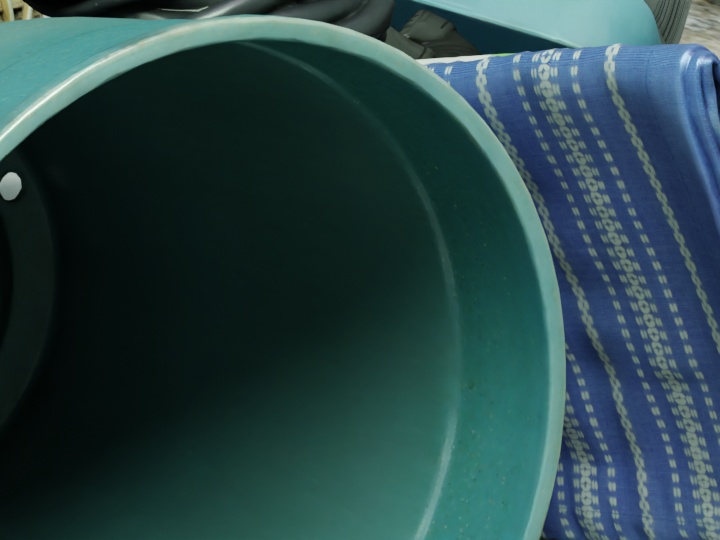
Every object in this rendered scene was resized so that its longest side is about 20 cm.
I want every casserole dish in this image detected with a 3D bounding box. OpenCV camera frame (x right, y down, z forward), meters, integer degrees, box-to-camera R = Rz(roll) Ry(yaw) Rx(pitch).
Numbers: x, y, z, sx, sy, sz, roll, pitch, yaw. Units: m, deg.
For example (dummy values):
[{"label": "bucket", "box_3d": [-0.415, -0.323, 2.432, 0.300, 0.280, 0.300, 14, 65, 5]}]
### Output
[{"label": "casserole dish", "box_3d": [0.046, -0.112, 1.018, 0.200, 0.039, 0.121, 18, -5, 12]}]

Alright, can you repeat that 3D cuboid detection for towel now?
[{"label": "towel", "box_3d": [0.037, 0.013, 0.628, 0.200, 0.145, 0.024, -1, 29, 48]}]

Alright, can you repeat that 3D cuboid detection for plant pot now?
[{"label": "plant pot", "box_3d": [-0.083, 0.025, 0.611, 0.200, 0.200, 0.188, -7, 15, -37]}]

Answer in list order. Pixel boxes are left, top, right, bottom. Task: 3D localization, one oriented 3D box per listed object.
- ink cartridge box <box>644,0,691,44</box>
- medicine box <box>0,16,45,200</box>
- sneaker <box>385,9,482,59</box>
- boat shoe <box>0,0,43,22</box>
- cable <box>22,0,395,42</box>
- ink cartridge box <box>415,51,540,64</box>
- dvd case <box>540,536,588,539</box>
[{"label": "ink cartridge box", "box_3d": [0.032, -0.154, 1.052, 0.200, 0.043, 0.196, 13, -7, 19]}, {"label": "medicine box", "box_3d": [-0.144, -0.026, 0.880, 0.200, 0.103, 0.182, -9, 30, -40]}, {"label": "sneaker", "box_3d": [0.043, -0.046, 0.898, 0.104, 0.060, 0.200, 33, 10, 4]}, {"label": "boat shoe", "box_3d": [-0.138, -0.091, 0.811, 0.064, 0.071, 0.200, 6, 22, -12]}, {"label": "cable", "box_3d": [-0.087, -0.102, 0.728, 0.200, 0.051, 0.163, 22, 19, 2]}, {"label": "ink cartridge box", "box_3d": [0.000, 0.000, 0.739, 0.200, 0.117, 0.067, 2, 33, 49]}, {"label": "dvd case", "box_3d": [0.046, 0.078, 0.695, 0.143, 0.018, 0.200, -28, 22, -9]}]
